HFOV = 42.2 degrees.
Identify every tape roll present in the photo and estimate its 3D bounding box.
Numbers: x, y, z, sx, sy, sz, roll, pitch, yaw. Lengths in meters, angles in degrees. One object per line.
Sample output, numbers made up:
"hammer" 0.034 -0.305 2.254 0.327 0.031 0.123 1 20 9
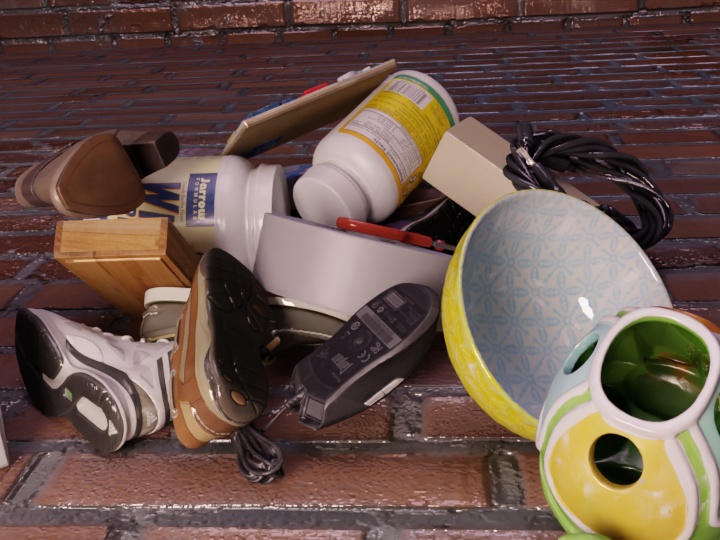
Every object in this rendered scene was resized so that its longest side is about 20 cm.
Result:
"tape roll" 0.000 0.000 0.866 0.196 0.067 0.200 13 3 -1

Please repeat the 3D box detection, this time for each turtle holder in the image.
"turtle holder" 0.160 0.103 0.557 0.184 0.133 0.141 -33 52 -10

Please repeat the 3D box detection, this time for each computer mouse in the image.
"computer mouse" -0.027 0.079 0.739 0.199 0.046 0.140 -42 33 -11

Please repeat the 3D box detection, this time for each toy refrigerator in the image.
"toy refrigerator" 0.171 -0.077 1.020 0.199 0.071 0.076 36 34 12

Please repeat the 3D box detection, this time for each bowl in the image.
"bowl" 0.137 0.050 0.731 0.198 0.203 0.108 -17 -16 -32

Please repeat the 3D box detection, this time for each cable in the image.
"cable" 0.244 -0.086 0.975 0.197 0.051 0.164 25 34 -7

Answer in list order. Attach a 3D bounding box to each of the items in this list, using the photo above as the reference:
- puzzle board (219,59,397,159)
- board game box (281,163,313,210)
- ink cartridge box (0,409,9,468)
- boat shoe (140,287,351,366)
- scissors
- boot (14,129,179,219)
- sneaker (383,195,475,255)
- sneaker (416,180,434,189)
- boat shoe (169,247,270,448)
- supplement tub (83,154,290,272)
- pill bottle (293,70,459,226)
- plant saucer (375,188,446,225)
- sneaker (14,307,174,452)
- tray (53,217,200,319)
"puzzle board" -0.067 -0.173 1.042 0.198 0.018 0.150 -27 -1 -26
"board game box" -0.140 -0.097 1.205 0.198 0.044 0.198 -20 15 -33
"ink cartridge box" -0.382 0.082 0.708 0.197 0.147 0.145 -13 23 -22
"boat shoe" -0.104 0.057 0.848 0.197 0.061 0.072 4 -19 8
"scissors" 0.068 -0.025 0.903 0.196 0.014 0.073 14 1 -11
"boot" -0.263 -0.083 0.863 0.144 0.072 0.200 -9 16 25
"sneaker" 0.068 -0.043 1.058 0.086 0.077 0.199 -1 14 39
"sneaker" 0.045 -0.146 1.207 0.069 0.075 0.200 -5 12 -17
"boat shoe" -0.120 0.057 0.740 0.074 0.075 0.201 -40 27 19
"supplement tub" -0.180 -0.048 1.002 0.196 0.148 0.145 -2 21 5
"pill bottle" 0.017 -0.125 1.039 0.111 0.114 0.200 14 48 37
"plant saucer" 0.031 -0.078 1.164 0.196 0.035 0.200 -7 13 2
"sneaker" -0.213 0.083 0.805 0.114 0.077 0.199 -12 30 -43
"tray" -0.199 0.004 0.870 0.097 0.038 0.200 -1 -17 5
